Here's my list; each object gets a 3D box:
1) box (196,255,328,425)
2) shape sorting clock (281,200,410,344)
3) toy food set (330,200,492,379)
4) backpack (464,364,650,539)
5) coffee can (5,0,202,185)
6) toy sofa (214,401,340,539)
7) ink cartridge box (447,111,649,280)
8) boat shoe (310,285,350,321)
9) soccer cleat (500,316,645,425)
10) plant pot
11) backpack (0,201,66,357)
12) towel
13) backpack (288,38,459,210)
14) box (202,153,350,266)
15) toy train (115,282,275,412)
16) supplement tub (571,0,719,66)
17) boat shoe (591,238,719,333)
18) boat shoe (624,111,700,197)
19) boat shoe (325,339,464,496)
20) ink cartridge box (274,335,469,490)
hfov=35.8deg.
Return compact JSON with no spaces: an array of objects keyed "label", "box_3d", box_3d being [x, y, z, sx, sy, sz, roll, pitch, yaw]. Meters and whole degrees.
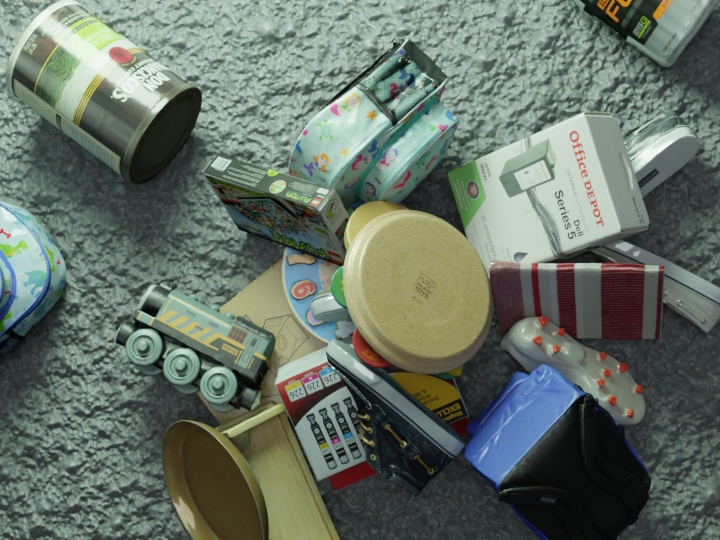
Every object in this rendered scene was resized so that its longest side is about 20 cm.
[{"label":"box","box_3d":[-0.121,0.107,1.417,0.200,0.021,0.164,-39,83,0]},{"label":"shape sorting clock","box_3d":[0.000,0.000,1.395,0.198,0.039,0.202,1,80,-5]},{"label":"toy food set","box_3d":[0.061,0.025,1.267,0.198,0.049,0.200,22,63,-18]},{"label":"backpack","box_3d":[0.236,0.223,1.306,0.162,0.168,0.200,-44,116,2]},{"label":"coffee can","box_3d":[-0.322,-0.223,1.403,0.199,0.146,0.147,35,89,7]},{"label":"toy sofa","box_3d":[-0.102,0.268,1.369,0.082,0.097,0.202,-24,90,-22]},{"label":"ink cartridge box","box_3d":[0.221,-0.085,1.326,0.199,0.084,0.147,-22,81,37]},{"label":"boat shoe","box_3d":[0.029,0.009,1.351,0.198,0.072,0.063,-16,78,-16]},{"label":"soccer cleat","box_3d":[0.262,0.123,1.364,0.199,0.078,0.070,35,60,-11]},{"label":"plant pot","box_3d":[-0.172,0.270,1.346,0.027,0.200,0.201,-23,81,-38]},{"label":"backpack","box_3d":[-0.482,0.013,1.397,0.200,0.147,0.183,-40,85,-2]},{"label":"towel","box_3d":[0.257,0.034,1.322,0.198,0.145,0.023,1,54,14]},{"label":"backpack","box_3d":[0.013,-0.154,1.337,0.199,0.178,0.151,-36,79,-18]},{"label":"box","box_3d":[-0.092,-0.072,1.343,0.199,0.110,0.035,19,62,38]},{"label":"toy train","box_3d":[-0.200,0.095,1.377,0.198,0.085,0.115,26,75,8]},{"label":"supplement tub","box_3d":[0.334,-0.354,1.366,0.199,0.123,0.123,37,89,8]},{"label":"boat shoe","box_3d":[0.346,0.020,1.364,0.200,0.075,0.087,27,98,0]},{"label":"boat shoe","box_3d":[0.318,-0.123,1.378,0.199,0.072,0.068,-38,48,14]},{"label":"boat shoe","box_3d":[0.020,0.171,1.269,0.200,0.071,0.091,41,95,-9]},{"label":"ink cartridge box","box_3d":[0.022,0.166,1.348,0.198,0.084,0.177,-24,99,3]}]
